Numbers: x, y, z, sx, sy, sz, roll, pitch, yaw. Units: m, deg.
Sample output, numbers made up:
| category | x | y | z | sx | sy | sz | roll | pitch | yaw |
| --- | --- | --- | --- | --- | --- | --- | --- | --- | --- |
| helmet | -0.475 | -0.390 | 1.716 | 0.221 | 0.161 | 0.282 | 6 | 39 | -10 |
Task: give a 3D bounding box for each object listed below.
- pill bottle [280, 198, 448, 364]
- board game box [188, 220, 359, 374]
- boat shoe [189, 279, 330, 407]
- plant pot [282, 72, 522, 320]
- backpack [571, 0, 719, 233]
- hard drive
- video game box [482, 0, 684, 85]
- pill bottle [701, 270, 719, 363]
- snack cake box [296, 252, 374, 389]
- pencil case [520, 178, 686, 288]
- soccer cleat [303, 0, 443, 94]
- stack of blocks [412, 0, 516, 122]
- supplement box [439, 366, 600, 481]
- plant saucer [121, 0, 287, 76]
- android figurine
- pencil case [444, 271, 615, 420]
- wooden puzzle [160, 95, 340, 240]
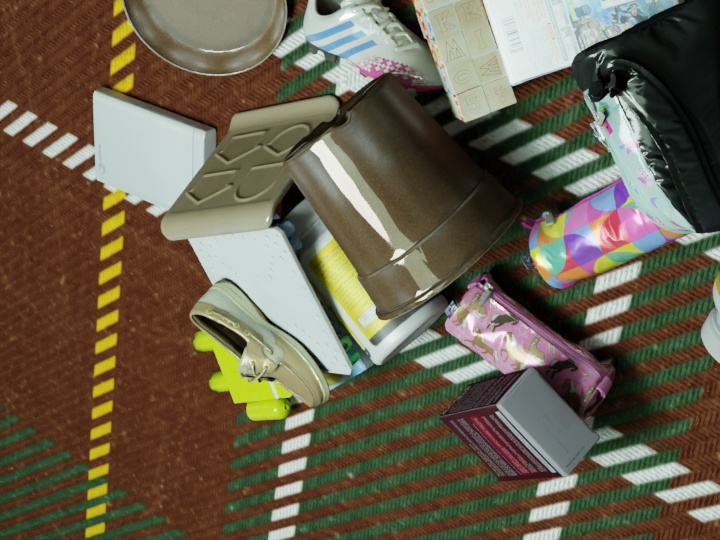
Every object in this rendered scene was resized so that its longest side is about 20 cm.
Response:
| category | x | y | z | sx | sy | sz | roll | pitch | yaw |
| --- | --- | --- | --- | --- | --- | --- | --- | --- | --- |
| pill bottle | 0.000 | 0.000 | 1.595 | 0.200 | 0.114 | 0.114 | 50 | 133 | 8 |
| board game box | -0.105 | 0.029 | 1.622 | 0.199 | 0.026 | 0.201 | 2 | 125 | 51 |
| boat shoe | -0.123 | 0.100 | 1.631 | 0.200 | 0.066 | 0.074 | 40 | 148 | 15 |
| plant pot | 0.035 | -0.087 | 1.439 | 0.200 | 0.200 | 0.199 | -30 | 104 | 43 |
| backpack | 0.294 | -0.132 | 1.232 | 0.201 | 0.166 | 0.127 | 64 | 177 | -8 |
| hard drive | -0.274 | -0.153 | 1.803 | 0.199 | 0.027 | 0.133 | 23 | 123 | 30 |
| video game box | 0.200 | -0.301 | 1.303 | 0.181 | 0.047 | 0.202 | -14 | 102 | 27 |
| pill bottle | 0.400 | 0.003 | 1.272 | 0.112 | 0.112 | 0.201 | 37 | 129 | 19 |
| snack cake box | -0.058 | 0.044 | 1.694 | 0.115 | 0.067 | 0.201 | -33 | 88 | 46 |
| pencil case | 0.258 | -0.048 | 1.385 | 0.199 | 0.088 | 0.089 | -26 | 94 | 42 |
| soccer cleat | 0.016 | -0.257 | 1.485 | 0.199 | 0.070 | 0.087 | 25 | 128 | 29 |
| stack of blocks | 0.092 | -0.259 | 1.388 | 0.058 | 0.115 | 0.202 | -20 | 101 | 1 |
| supplement box | 0.171 | 0.174 | 1.507 | 0.109 | 0.061 | 0.200 | 46 | 161 | -4 |
| plant saucer | -0.181 | -0.320 | 1.592 | 0.198 | 0.032 | 0.201 | 5 | 133 | 6 |
| android figurine | -0.142 | 0.113 | 1.813 | 0.199 | 0.041 | 0.184 | -8 | 105 | 45 |
| pencil case | 0.189 | 0.088 | 1.509 | 0.200 | 0.086 | 0.083 | 38 | 95 | 18 |
| wooden puzzle | -0.123 | -0.113 | 1.606 | 0.184 | 0.201 | 0.046 | -5 | 135 | 41 |
